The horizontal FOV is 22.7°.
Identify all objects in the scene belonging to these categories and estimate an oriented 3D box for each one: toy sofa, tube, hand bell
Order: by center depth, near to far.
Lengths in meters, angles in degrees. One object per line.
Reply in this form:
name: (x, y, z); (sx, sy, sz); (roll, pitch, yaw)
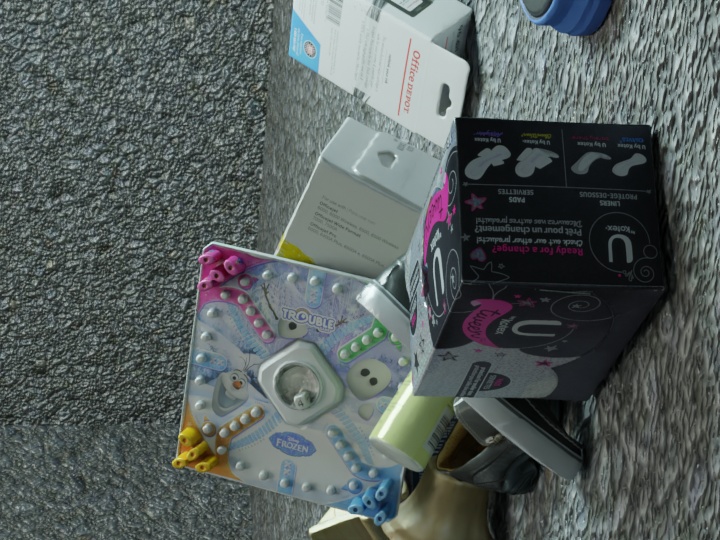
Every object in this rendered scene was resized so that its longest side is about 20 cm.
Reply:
tube: (0.076, 0.062, 1.426); (0.058, 0.052, 0.201); (17, 69, 46)
hand bell: (0.093, 0.135, 1.493); (0.104, 0.103, 0.202); (-114, 38, -70)
toy sofa: (0.006, 0.184, 1.657); (0.201, 0.097, 0.083); (-98, -16, -51)

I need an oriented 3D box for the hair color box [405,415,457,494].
hair color box: (0.066, 0.145, 1.663); (0.100, 0.060, 0.202); (115, 154, -77)

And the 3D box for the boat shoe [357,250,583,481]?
boat shoe: (0.086, 0.065, 1.262); (0.057, 0.200, 0.069); (-48, -8, 0)

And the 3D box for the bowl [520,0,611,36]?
bowl: (0.140, -0.263, 1.231); (0.201, 0.039, 0.203); (180, 90, -82)

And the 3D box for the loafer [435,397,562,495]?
loafer: (0.106, 0.108, 1.352); (0.201, 0.071, 0.073); (101, 168, -49)

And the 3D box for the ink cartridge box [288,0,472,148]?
ink cartridge box: (0.032, -0.212, 1.672); (0.068, 0.199, 0.117); (-41, -26, -35)

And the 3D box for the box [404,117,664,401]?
box: (0.105, 0.000, 1.152); (0.200, 0.131, 0.116); (107, 163, -64)

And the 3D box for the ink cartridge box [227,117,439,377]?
ink cartridge box: (0.000, 0.000, 1.534); (0.201, 0.144, 0.147); (-64, 0, 21)

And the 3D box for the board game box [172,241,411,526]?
board game box: (-0.052, 0.095, 1.474); (0.026, 0.198, 0.202); (-40, -39, -68)
